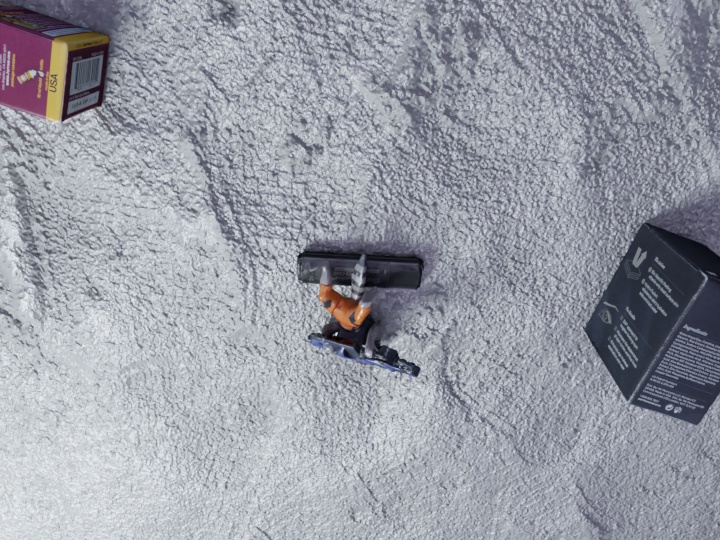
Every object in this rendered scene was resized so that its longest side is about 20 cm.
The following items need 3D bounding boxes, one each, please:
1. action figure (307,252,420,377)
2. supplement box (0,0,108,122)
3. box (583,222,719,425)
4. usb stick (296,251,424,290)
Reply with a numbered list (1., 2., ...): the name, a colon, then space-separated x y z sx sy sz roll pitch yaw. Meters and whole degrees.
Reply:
1. action figure: 0.012 0.080 0.940 0.197 0.105 0.195 17 144 23
2. supplement box: -0.449 -0.279 0.799 0.196 0.131 0.105 17 114 -5
3. box: 0.439 0.070 0.882 0.115 0.197 0.203 18 113 -7
4. usb stick: 0.000 0.000 0.958 0.195 0.033 0.056 3 122 1
